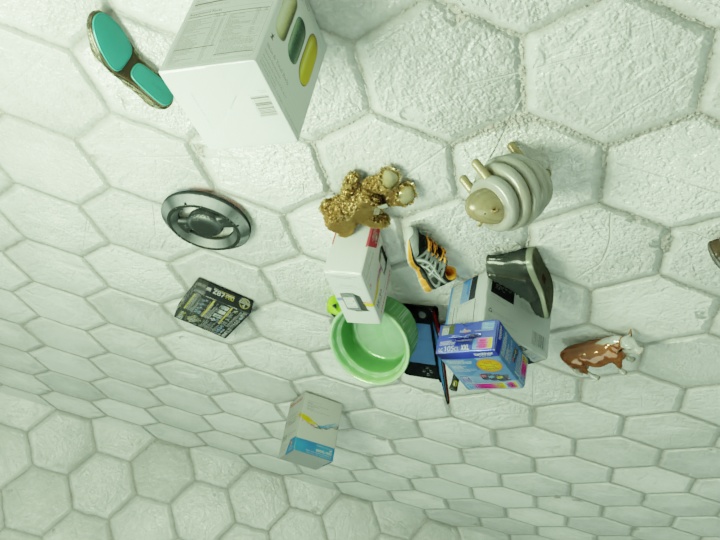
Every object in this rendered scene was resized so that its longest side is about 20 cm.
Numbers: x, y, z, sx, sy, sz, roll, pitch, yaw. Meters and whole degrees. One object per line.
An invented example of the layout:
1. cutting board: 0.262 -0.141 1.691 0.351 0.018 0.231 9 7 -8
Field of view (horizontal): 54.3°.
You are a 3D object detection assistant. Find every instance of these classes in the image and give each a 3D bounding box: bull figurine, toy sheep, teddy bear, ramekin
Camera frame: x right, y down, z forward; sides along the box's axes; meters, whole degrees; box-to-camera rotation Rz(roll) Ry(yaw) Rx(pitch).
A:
1. bull figurine: 0.574 0.199 1.649 0.199 0.065 0.121 -13 132 39
2. toy sheep: 0.250 -0.135 1.168 0.138 0.199 0.138 41 147 35
3. teddy bear: 0.014 -0.137 1.349 0.144 0.067 0.200 19 143 -26
4. ramekin: 0.037 0.153 1.622 0.199 0.098 0.201 10 115 23

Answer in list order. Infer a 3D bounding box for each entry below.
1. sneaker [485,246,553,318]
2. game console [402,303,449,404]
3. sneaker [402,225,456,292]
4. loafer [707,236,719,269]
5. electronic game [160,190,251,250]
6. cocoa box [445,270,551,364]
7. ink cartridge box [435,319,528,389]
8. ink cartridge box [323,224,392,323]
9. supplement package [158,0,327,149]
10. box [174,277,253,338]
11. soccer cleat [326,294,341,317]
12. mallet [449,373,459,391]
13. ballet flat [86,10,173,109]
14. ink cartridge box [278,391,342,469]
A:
1. sneaker: 0.337 0.026 1.475 0.106 0.075 0.200 -2 136 31
2. game console: 0.143 0.195 1.665 0.171 0.119 0.201 4 116 30
3. sneaker: 0.141 -0.031 1.457 0.077 0.079 0.200 -14 144 17
4. loafer: 0.717 -0.025 1.256 0.199 0.073 0.071 14 138 -11
5. electronic game: -0.337 -0.107 1.535 0.199 0.042 0.200 8 147 5
6. cocoa box: 0.304 0.115 1.556 0.199 0.134 0.131 29 146 -24
7. ink cartridge box: 0.249 0.172 1.471 0.136 0.077 0.200 -9 139 33
8. ink cartridge box: 0.000 0.000 1.478 0.085 0.148 0.200 3 148 18
9. supplement package: -0.159 -0.303 1.008 0.150 0.201 0.152 -1 146 20
10. box: -0.396 0.105 1.884 0.161 0.049 0.200 23 147 -19
11. soccer cleat: 0.005 0.125 1.737 0.199 0.068 0.081 32 158 4
12. mallet: 0.230 0.177 1.628 0.066 0.201 0.041 26 161 -1
13. ballet flat: -0.397 -0.343 1.173 0.075 0.068 0.200 10 154 37
14. ink cartridge box: -0.163 0.530 2.321 0.144 0.201 0.147 22 147 -17
